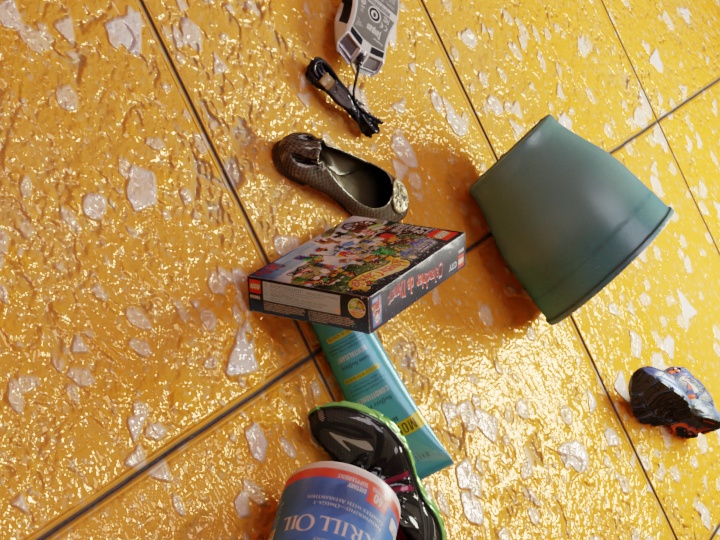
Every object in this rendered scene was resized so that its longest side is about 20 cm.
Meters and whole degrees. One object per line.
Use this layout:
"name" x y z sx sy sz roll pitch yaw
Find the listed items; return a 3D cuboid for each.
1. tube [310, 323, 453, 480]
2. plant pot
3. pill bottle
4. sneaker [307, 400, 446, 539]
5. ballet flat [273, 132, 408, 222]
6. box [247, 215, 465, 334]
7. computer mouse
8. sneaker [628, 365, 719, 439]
"tube" 0.013 0.120 1.478 0.202 0.077 0.050 62 12 -1
"plant pot" 0.235 -0.072 1.767 0.188 0.200 0.200 47 38 0
"pill bottle" -0.036 0.276 1.285 0.112 0.111 0.201 43 41 -28
"sneaker" 0.016 0.210 1.418 0.201 0.076 0.084 56 34 -13
"ballet flat" -0.010 -0.099 1.578 0.199 0.046 0.068 25 53 -43
"box" 0.000 0.000 1.461 0.200 0.135 0.038 -33 125 -54
"computer mouse" -0.003 -0.253 1.677 0.109 0.044 0.202 36 51 -29
"sneaker" 0.403 0.161 1.952 0.199 0.075 0.079 31 39 -49
